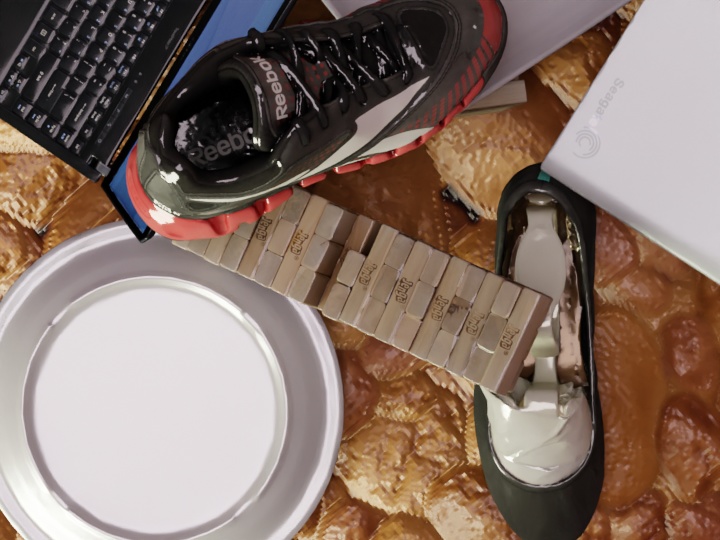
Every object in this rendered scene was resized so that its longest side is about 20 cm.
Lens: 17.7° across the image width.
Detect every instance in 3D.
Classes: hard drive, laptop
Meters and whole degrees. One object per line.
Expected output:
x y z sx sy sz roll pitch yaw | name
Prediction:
0.207 -0.052 1.135 0.199 0.026 0.132 33 97 8 | hard drive
-0.127 -0.136 1.194 0.200 0.103 0.178 34 95 13 | laptop

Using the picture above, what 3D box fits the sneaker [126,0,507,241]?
-0.019 -0.082 1.075 0.200 0.098 0.071 -27 79 -5 | sneaker

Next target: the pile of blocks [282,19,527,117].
-0.015 -0.102 1.192 0.199 0.082 0.063 -8 90 12 | pile of blocks

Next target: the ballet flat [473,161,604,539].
0.089 0.045 1.182 0.068 0.068 0.201 -2 91 9 | ballet flat

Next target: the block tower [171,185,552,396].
0.000 0.000 1.153 0.199 0.058 0.054 25 93 23 | block tower

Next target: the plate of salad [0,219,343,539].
-0.108 0.072 1.232 0.199 0.048 0.201 0 94 1 | plate of salad

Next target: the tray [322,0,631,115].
0.078 -0.158 1.166 0.200 0.022 0.108 -34 81 -17 | tray
